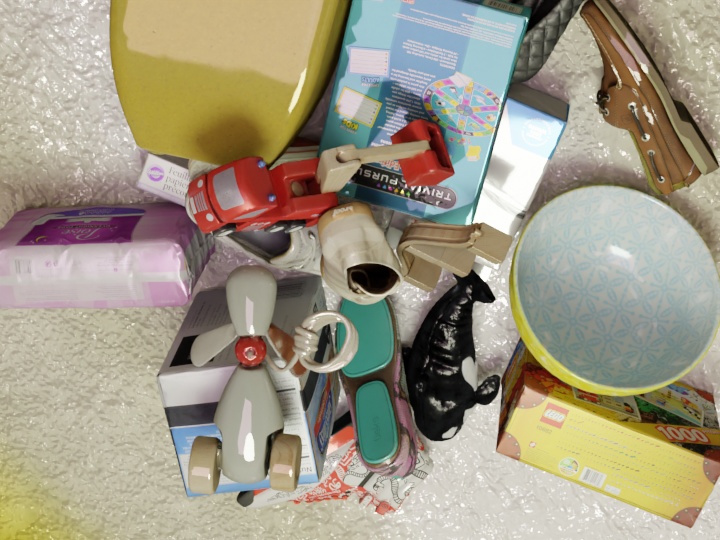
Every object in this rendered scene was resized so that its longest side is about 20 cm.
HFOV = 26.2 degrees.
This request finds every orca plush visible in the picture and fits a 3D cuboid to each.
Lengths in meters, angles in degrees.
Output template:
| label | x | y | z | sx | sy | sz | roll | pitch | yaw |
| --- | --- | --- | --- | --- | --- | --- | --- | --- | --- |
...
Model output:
| label | x | y | z | sx | sy | sz | roll | pitch | yaw |
| --- | --- | --- | --- | --- | --- | --- | --- | --- | --- |
| orca plush | 0.083 | 0.097 | 1.490 | 0.105 | 0.071 | 0.200 | 33 | 130 | 8 |

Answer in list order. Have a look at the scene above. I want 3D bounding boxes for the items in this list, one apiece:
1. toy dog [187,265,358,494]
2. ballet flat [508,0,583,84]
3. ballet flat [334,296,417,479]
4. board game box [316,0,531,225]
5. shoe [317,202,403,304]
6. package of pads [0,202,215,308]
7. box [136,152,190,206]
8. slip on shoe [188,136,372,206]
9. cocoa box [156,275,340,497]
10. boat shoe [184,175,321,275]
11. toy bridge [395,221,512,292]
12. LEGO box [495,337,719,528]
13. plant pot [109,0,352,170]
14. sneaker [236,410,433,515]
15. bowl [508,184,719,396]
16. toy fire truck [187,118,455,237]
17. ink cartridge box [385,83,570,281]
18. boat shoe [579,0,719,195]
| label | x | y | z | sx | sy | sz | roll | pitch | yaw |
| --- | --- | --- | --- | --- | --- | --- | --- | --- | --- |
| toy dog | -0.090 | 0.100 | 1.328 | 0.132 | 0.096 | 0.200 | 23 | 94 | -1 |
| ballet flat | 0.166 | -0.253 | 1.361 | 0.066 | 0.057 | 0.200 | 40 | 115 | 36 |
| ballet flat | 0.019 | 0.111 | 1.501 | 0.069 | 0.200 | 0.071 | -18 | 151 | 16 |
| board game box | 0.051 | -0.151 | 1.362 | 0.151 | 0.047 | 0.200 | 17 | 112 | 6 |
| shoe | 0.000 | 0.000 | 1.375 | 0.070 | 0.200 | 0.053 | -23 | 70 | 1 |
| package of pads | -0.248 | -0.014 | 1.488 | 0.200 | 0.121 | 0.076 | -2 | 111 | 8 |
| box | -0.115 | -0.066 | 1.493 | 0.200 | 0.041 | 0.039 | 22 | 112 | -2 |
| slip on shoe | -0.062 | -0.101 | 1.461 | 0.200 | 0.061 | 0.074 | 4 | 133 | -7 |
| cocoa box | -0.100 | 0.108 | 1.472 | 0.133 | 0.200 | 0.131 | -8 | 110 | 8 |
| boat shoe | -0.066 | -0.028 | 1.430 | 0.200 | 0.069 | 0.071 | 16 | 111 | -18 |
| toy bridge | 0.071 | -0.019 | 1.394 | 0.067 | 0.200 | 0.027 | 26 | 75 | -11 |
| LEGO box | 0.235 | 0.144 | 1.468 | 0.200 | 0.149 | 0.077 | 21 | 112 | -1 |
| plant pot | -0.113 | -0.196 | 1.344 | 0.194 | 0.196 | 0.200 | 13 | 105 | 3 |
| sneaker | -0.023 | 0.217 | 1.577 | 0.201 | 0.067 | 0.108 | -34 | 101 | 16 |
| bowl | 0.222 | 0.032 | 1.436 | 0.200 | 0.200 | 0.108 | 24 | 155 | -2 |
| toy fire truck | -0.030 | -0.077 | 1.289 | 0.141 | 0.200 | 0.049 | -25 | 78 | 36 |
| ink cartridge box | 0.102 | -0.080 | 1.442 | 0.116 | 0.068 | 0.200 | 22 | 113 | 0 |
| boat shoe | 0.245 | -0.154 | 1.391 | 0.068 | 0.072 | 0.200 | -31 | 104 | 18 |
